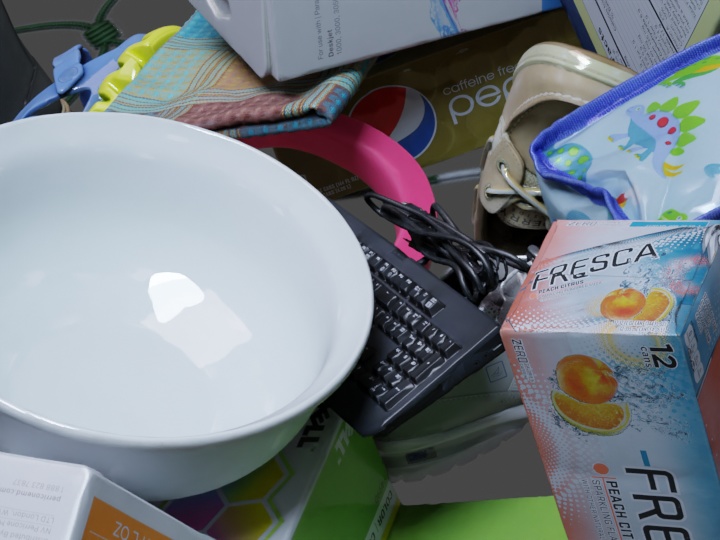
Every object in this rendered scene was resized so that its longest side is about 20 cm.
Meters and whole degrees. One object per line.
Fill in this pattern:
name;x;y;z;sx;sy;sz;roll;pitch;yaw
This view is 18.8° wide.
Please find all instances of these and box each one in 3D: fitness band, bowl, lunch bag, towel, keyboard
fitness band;-0.044;-0.004;1.085;0.143;0.038;0.200;24;50;11
bowl;-0.100;0.029;0.903;0.200;0.091;0.202;9;40;-8
lunch bag;0.188;-0.015;0.898;0.199;0.170;0.127;-29;38;-9
towel;-0.051;-0.118;1.167;0.146;0.022;0.200;-7;26;22
keyboard;0.000;0.000;0.961;0.104;0.040;0.200;-35;29;-10

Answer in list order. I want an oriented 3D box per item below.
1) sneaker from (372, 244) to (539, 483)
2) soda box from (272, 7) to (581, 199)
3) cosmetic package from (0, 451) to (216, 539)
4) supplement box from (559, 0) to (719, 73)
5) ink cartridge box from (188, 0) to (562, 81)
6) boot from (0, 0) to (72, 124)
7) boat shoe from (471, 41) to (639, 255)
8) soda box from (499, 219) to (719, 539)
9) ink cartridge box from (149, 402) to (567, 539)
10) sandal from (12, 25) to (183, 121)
sneaker;0.081;0.021;0.985;0.199;0.082;0.075;-29;34;-10
soda box;0.045;-0.106;1.194;0.199;0.068;0.064;-20;33;4
cosmetic package;-0.128;0.177;0.799;0.071;0.101;0.201;6;72;30
supplement box;0.211;-0.167;0.996;0.199;0.200;0.135;-16;69;-14
ink cartridge box;0.013;-0.182;1.140;0.199;0.085;0.145;-18;33;-19
boot;-0.252;-0.078;1.259;0.077;0.139;0.200;-2;39;27
boat shoe;0.089;-0.047;1.007;0.072;0.200;0.065;24;75;-1
soda box;0.113;0.076;0.784;0.068;0.201;0.064;1;40;28
ink cartridge box;-0.013;0.121;0.905;0.199;0.076;0.148;-5;37;26
sandal;-0.173;-0.065;1.246;0.087;0.080;0.200;12;48;39
